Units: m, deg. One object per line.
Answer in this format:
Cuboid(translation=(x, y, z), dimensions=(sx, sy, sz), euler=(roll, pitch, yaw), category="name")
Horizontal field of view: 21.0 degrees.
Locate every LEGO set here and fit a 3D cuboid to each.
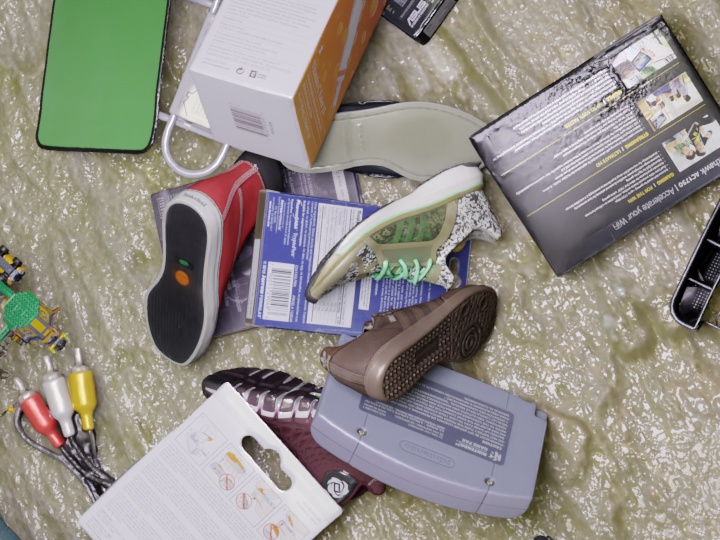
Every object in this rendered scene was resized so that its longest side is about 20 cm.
Cuboid(translation=(-0.361, 0.084, 1.818), dimensions=(0.154, 0.116, 0.200), euler=(29, 78, 29), category="LEGO set")

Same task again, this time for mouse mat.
Cuboid(translation=(-0.242, -0.210, 1.836), dimensions=(0.161, 0.008, 0.201), euler=(6, 88, 38), category="mouse mat")

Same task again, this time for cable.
Cuboid(translation=(-0.266, 0.178, 1.821), dimensions=(0.097, 0.050, 0.200), euler=(-26, 80, 9), category="cable")

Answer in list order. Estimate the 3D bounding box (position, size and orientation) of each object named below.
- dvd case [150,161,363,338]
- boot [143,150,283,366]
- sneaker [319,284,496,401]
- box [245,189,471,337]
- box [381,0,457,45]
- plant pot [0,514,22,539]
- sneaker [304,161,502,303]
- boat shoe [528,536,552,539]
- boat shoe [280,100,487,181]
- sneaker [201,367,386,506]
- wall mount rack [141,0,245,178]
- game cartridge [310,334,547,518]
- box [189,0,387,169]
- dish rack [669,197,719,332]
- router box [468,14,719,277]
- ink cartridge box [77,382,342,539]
Cuboid(translation=(-0.089, -0.025, 1.808), dimensions=(0.200, 0.016, 0.149), euler=(-15, 81, 14), category="dvd case")
Cuboid(translation=(-0.125, -0.015, 1.775), dimensions=(0.072, 0.144, 0.200), euler=(30, 131, 17), category="boot")
Cuboid(translation=(0.045, 0.050, 1.686), dimensions=(0.075, 0.200, 0.071), euler=(20, 117, 29), category="sneaker")
Cuboid(translation=(0.000, 0.000, 1.740), dimensions=(0.200, 0.032, 0.121), euler=(7, 88, -19), category="box")
Cuboid(translation=(0.051, -0.334, 1.781), dimensions=(0.160, 0.044, 0.200), euler=(37, 95, 14), category="box")
Cuboid(translation=(-0.357, 0.297, 1.708), dimensions=(0.196, 0.200, 0.201), euler=(29, 94, 38), category="plant pot")
Cuboid(translation=(0.044, -0.016, 1.689), dimensions=(0.200, 0.077, 0.089), euler=(-32, 84, -15), category="sneaker")
Cuboid(translation=(0.220, 0.302, 1.669), dimensions=(0.066, 0.075, 0.200), euler=(-35, 72, -4), category="boat shoe")
Cuboid(translation=(0.020, -0.120, 1.760), dimensions=(0.199, 0.066, 0.075), euler=(-6, 106, -7), category="boat shoe")
Cuboid(translation=(-0.060, 0.161, 1.761), dimensions=(0.200, 0.076, 0.116), euler=(12, 107, 28), category="sneaker")
Cuboid(translation=(-0.147, -0.189, 1.811), dimensions=(0.173, 0.075, 0.200), euler=(22, 91, 12), category="wall mount rack")
Cuboid(translation=(0.060, 0.138, 1.679), dimensions=(0.200, 0.133, 0.042), euler=(22, 136, -3), category="game cartridge")
Cuboid(translation=(-0.056, -0.211, 1.680), dimensions=(0.097, 0.124, 0.200), euler=(17, 68, 15), category="box")
Cuboid(translation=(0.385, 0.015, 1.662), dimensions=(0.200, 0.055, 0.154), euler=(27, 94, 15), category="dish rack")
Cuboid(translation=(0.217, -0.109, 1.702), dimensions=(0.200, 0.051, 0.149), euler=(-32, 92, 10), category="router box")
Cuboid(translation=(-0.135, 0.219, 1.766), dimensions=(0.200, 0.050, 0.162), euler=(-43, 87, 11), category="ink cartridge box")
